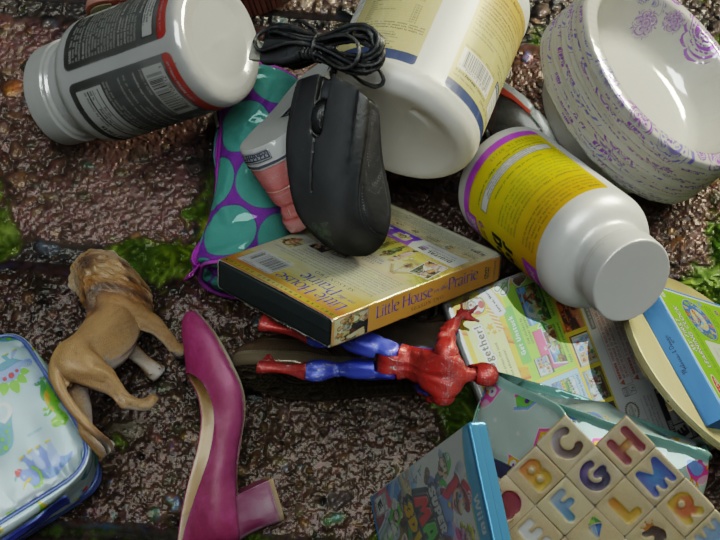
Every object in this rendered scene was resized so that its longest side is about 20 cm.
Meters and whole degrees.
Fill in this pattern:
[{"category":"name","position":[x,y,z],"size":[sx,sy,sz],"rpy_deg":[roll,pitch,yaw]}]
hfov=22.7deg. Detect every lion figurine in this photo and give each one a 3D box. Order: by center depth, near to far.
[{"category":"lion figurine","position":[-0.221,0.064,1.528],"size":[0.122,0.200,0.072],"rpy_deg":[44,118,-12]}]

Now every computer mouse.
[{"category":"computer mouse","position":[-0.030,-0.100,1.456],"size":[0.138,0.202,0.053],"rpy_deg":[8,26,41]}]

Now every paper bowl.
[{"category":"paper bowl","position":[0.240,-0.150,1.576],"size":[0.200,0.104,0.202],"rpy_deg":[23,49,-28]}]

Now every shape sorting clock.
[{"category":"shape sorting clock","position":[0.293,0.085,1.494],"size":[0.039,0.199,0.201],"rpy_deg":[-44,70,27]}]

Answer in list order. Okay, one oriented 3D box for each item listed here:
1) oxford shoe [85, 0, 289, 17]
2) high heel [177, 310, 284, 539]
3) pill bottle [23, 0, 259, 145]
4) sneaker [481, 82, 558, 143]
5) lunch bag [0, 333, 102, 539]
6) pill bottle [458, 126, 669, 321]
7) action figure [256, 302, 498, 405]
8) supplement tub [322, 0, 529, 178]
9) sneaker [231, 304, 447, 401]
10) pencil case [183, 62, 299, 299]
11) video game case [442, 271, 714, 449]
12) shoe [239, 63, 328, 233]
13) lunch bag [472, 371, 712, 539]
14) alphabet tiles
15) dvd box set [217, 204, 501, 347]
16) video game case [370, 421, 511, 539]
[{"category":"oxford shoe","position":[-0.160,-0.278,1.685],"size":[0.198,0.071,0.074],"rpy_deg":[-2,67,1]},{"category":"high heel","position":[-0.141,0.140,1.525],"size":[0.095,0.067,0.201],"rpy_deg":[-19,92,-15]},{"category":"pill bottle","position":[-0.197,-0.180,1.586],"size":[0.199,0.116,0.117],"rpy_deg":[-13,66,35]},{"category":"sneaker","position":[0.091,-0.137,1.627],"size":[0.199,0.077,0.082],"rpy_deg":[33,78,24]},{"category":"lunch bag","position":[-0.331,0.166,1.525],"size":[0.199,0.083,0.161],"rpy_deg":[-33,71,-9]},{"category":"pill bottle","position":[0.170,-0.037,1.491],"size":[0.104,0.105,0.200],"rpy_deg":[-33,38,-9]},{"category":"action figure","position":[0.023,0.064,1.490],"size":[0.198,0.099,0.066],"rpy_deg":[10,110,16]},{"category":"supplement tub","position":[0.061,-0.196,1.530],"size":[0.143,0.145,0.201],"rpy_deg":[19,62,9]},{"category":"sneaker","position":[-0.014,0.066,1.565],"size":[0.198,0.071,0.076],"rpy_deg":[2,58,-5]},{"category":"pencil case","position":[-0.101,-0.079,1.602],"size":[0.092,0.085,0.202],"rpy_deg":[10,69,-15]},{"category":"video game case","position":[0.188,0.090,1.542],"size":[0.181,0.023,0.201],"rpy_deg":[-20,84,-5]},{"category":"shoe","position":[-0.027,-0.119,1.585],"size":[0.071,0.091,0.200],"rpy_deg":[-7,30,40]},{"category":"lunch bag","position":[0.169,0.188,1.458],"size":[0.199,0.122,0.172],"rpy_deg":[19,96,9]},{"category":"alphabet tiles","position":[0.194,0.219,1.395],"size":[0.166,0.006,0.200],"rpy_deg":[-44,89,6]},{"category":"dvd box set","position":[0.000,0.000,1.514],"size":[0.199,0.030,0.146],"rpy_deg":[-21,33,-40]},{"category":"video game case","position":[0.065,0.220,1.434],"size":[0.018,0.200,0.144],"rpy_deg":[-1,68,-25]}]
